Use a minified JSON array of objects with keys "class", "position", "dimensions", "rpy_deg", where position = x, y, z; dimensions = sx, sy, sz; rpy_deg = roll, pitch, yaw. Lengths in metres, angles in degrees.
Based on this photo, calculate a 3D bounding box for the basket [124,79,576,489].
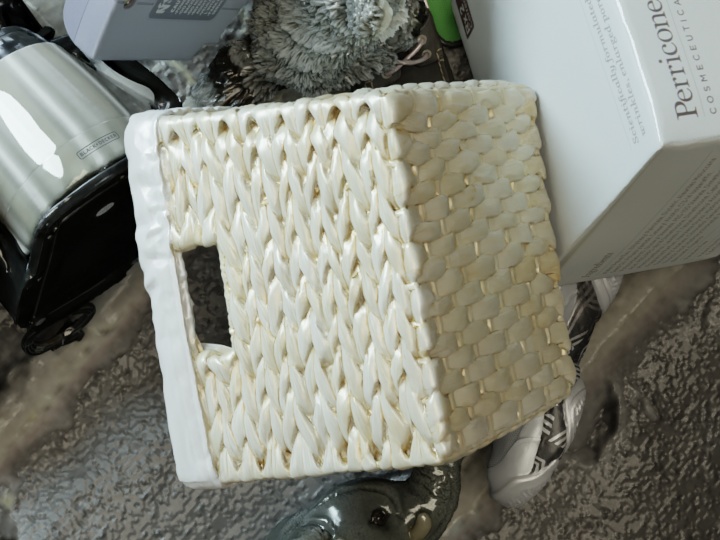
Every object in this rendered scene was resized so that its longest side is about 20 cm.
[{"class":"basket","position":[0.000,0.000,0.866],"dimensions":[0.160,0.200,0.200],"rpy_deg":[-8,92,29]}]

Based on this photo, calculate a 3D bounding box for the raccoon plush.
[{"class":"raccoon plush","position":[-0.035,-0.126,0.929],"dimensions":[0.097,0.134,0.200],"rpy_deg":[38,106,0]}]

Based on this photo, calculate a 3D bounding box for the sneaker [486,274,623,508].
[{"class":"sneaker","position":[0.088,0.039,1.005],"dimensions":[0.114,0.075,0.202],"rpy_deg":[20,82,-6]}]

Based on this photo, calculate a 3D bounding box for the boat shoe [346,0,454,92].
[{"class":"boat shoe","position":[0.005,-0.168,1.005],"dimensions":[0.066,0.057,0.201],"rpy_deg":[-26,92,-7]}]

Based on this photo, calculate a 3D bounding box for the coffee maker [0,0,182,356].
[{"class":"coffee maker","position":[-0.217,-0.074,0.927],"dimensions":[0.200,0.134,0.192],"rpy_deg":[48,123,12]}]

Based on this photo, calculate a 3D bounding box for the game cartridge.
[{"class":"game cartridge","position":[-0.075,-0.198,0.865],"dimensions":[0.040,0.133,0.200],"rpy_deg":[44,113,12]}]

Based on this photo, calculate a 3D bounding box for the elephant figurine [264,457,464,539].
[{"class":"elephant figurine","position":[-0.009,0.191,0.970],"dimensions":[0.154,0.141,0.202],"rpy_deg":[-9,85,-41]}]

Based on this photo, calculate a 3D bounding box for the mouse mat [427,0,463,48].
[{"class":"mouse mat","position":[0.106,-0.253,1.044],"dimensions":[0.199,0.008,0.162],"rpy_deg":[-25,92,-8]}]

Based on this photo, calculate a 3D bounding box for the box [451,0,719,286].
[{"class":"box","position":[0.159,-0.123,0.921],"dimensions":[0.130,0.200,0.201],"rpy_deg":[-10,72,-17]}]
